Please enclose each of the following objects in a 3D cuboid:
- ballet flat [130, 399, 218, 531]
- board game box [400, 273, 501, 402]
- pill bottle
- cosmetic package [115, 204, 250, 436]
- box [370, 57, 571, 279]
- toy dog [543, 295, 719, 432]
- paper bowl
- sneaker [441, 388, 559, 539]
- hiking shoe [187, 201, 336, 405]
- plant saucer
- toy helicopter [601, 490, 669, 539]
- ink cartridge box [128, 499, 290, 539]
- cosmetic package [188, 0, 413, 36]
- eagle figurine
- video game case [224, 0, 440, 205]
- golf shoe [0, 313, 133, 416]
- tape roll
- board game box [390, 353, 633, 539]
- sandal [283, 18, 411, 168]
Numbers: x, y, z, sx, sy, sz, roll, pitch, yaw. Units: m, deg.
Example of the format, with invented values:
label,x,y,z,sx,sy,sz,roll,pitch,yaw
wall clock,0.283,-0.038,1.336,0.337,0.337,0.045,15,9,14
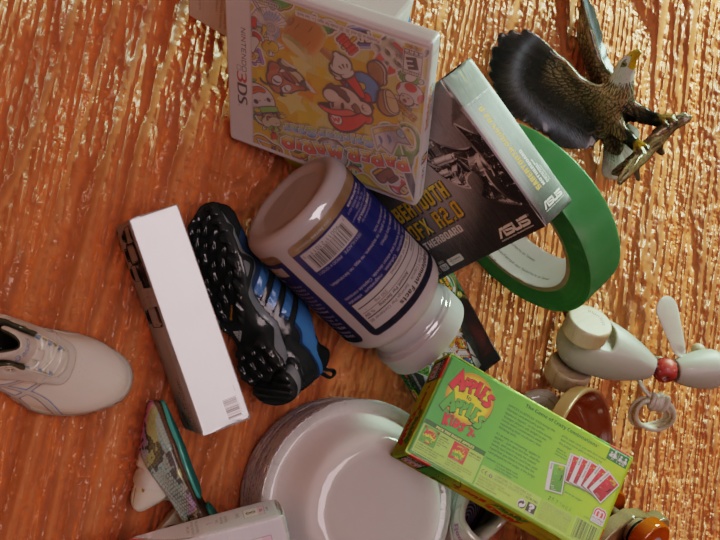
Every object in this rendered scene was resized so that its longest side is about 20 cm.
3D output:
label,x,y,z,sx,sy,sz,roll,pitch,yaw
ballet flat,-0.163,0.217,1.099,0.071,0.069,0.201,-28,98,-5
board game box,0.056,0.033,1.234,0.105,0.023,0.201,-33,100,-23
pill bottle,0.000,0.000,1.130,0.200,0.116,0.116,45,69,-24
cosmetic package,-0.162,0.045,1.097,0.050,0.083,0.201,-20,94,-18
box,0.079,-0.084,1.133,0.048,0.200,0.159,-41,98,-35
toy dog,0.284,0.079,1.301,0.199,0.132,0.097,25,37,-26
paper bowl,-0.005,0.221,1.146,0.200,0.104,0.202,2,85,-26
sneaker,0.151,0.203,1.221,0.075,0.100,0.200,41,69,-7
hiking shoe,-0.098,0.026,1.148,0.087,0.074,0.201,-27,95,-51
plant saucer,0.209,0.217,1.238,0.200,0.032,0.202,-18,111,-57
toy helicopter,0.287,0.313,1.278,0.200,0.079,0.133,27,95,-46
ink cartridge box,-0.148,0.304,1.058,0.199,0.057,0.163,-14,102,-12
cosmetic package,-0.058,-0.242,1.111,0.199,0.102,0.074,30,58,9
eagle figurine,0.253,-0.198,1.307,0.200,0.151,0.152,43,23,14
video game case,-0.030,-0.161,1.082,0.199,0.183,0.023,21,49,16
golf shoe,-0.282,0.078,1.032,0.199,0.097,0.079,16,78,-25
tape roll,0.161,-0.052,1.192,0.048,0.200,0.201,-41,103,-21
board game box,0.139,0.171,1.114,0.199,0.048,0.102,30,70,-7
sandal,-0.003,-0.187,1.191,0.079,0.087,0.201,33,71,-17
